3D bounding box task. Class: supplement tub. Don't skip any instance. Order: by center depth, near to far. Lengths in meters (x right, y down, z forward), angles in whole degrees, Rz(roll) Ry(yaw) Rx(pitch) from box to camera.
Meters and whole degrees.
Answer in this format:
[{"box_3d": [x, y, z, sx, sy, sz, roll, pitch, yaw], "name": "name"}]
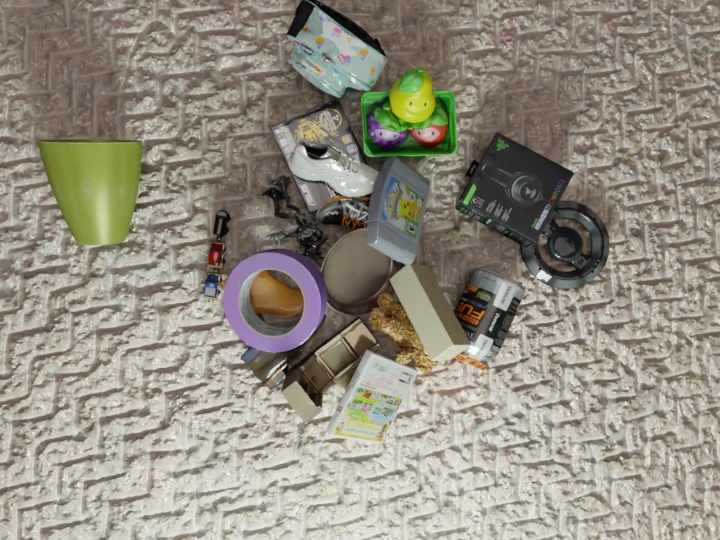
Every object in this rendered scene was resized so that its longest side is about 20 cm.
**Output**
[{"box_3d": [0.263, 0.106, 1.210, 0.122, 0.123, 0.201, 24, 87, -5], "name": "supplement tub"}]

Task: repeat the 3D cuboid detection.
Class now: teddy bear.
[{"box_3d": [0.103, 0.131, 1.201, 0.067, 0.145, 0.200, -39, 89, 37], "name": "teddy bear"}]

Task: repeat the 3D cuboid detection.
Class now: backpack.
[{"box_3d": [-0.048, -0.444, 1.155, 0.199, 0.176, 0.154, 26, 104, -4], "name": "backpack"}]

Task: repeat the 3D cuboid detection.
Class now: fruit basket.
[{"box_3d": [0.104, -0.317, 1.155, 0.215, 0.216, 0.156, -3, 90, -6], "name": "fruit basket"}]

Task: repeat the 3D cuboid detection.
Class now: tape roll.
[{"box_3d": [-0.170, 0.059, 1.123, 0.199, 0.066, 0.201, 1, 99, 9], "name": "tape roll"}]

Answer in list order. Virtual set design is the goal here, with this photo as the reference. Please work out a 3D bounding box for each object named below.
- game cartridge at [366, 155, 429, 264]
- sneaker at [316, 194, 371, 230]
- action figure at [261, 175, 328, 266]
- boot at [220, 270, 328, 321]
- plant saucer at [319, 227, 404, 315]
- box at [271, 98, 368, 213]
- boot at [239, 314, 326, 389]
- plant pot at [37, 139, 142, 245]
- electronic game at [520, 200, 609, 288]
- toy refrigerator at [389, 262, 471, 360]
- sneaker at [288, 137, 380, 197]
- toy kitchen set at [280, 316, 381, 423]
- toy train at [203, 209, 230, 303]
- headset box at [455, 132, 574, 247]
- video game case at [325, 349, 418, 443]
[{"box_3d": [0.077, -0.128, 1.156, 0.133, 0.040, 0.201, 25, 69, -35], "name": "game cartridge"}, {"box_3d": [0.005, -0.113, 1.196, 0.199, 0.078, 0.078, -3, 64, -5], "name": "sneaker"}, {"box_3d": [-0.143, -0.091, 1.176, 0.102, 0.119, 0.201, -27, 86, -39], "name": "action figure"}, {"box_3d": [-0.185, 0.034, 1.188, 0.201, 0.071, 0.144, -25, 99, 1], "name": "boot"}, {"box_3d": [0.000, 0.000, 1.192, 0.199, 0.032, 0.201, -12, 117, -24], "name": "plant saucer"}, {"box_3d": [-0.079, -0.246, 1.213, 0.161, 0.049, 0.201, -24, 94, -3], "name": "box"}, {"box_3d": [-0.164, 0.150, 1.192, 0.097, 0.075, 0.200, 40, 88, -7], "name": "boot"}, {"box_3d": [-0.527, -0.157, 1.119, 0.186, 0.187, 0.201, -1, 105, -6], "name": "plant pot"}, {"box_3d": [0.463, -0.059, 1.269, 0.199, 0.042, 0.201, 0, 87, 2], "name": "electronic game"}, {"box_3d": [0.142, 0.087, 1.172, 0.070, 0.076, 0.200, -41, 61, 28], "name": "toy refrigerator"}, {"box_3d": [-0.048, -0.210, 1.143, 0.199, 0.087, 0.075, 14, 66, -9], "name": "sneaker"}, {"box_3d": [-0.030, 0.229, 1.151, 0.200, 0.180, 0.163, -38, 94, 0], "name": "toy kitchen set"}, {"box_3d": [-0.306, -0.030, 1.192, 0.034, 0.046, 0.201, 8, 89, -6], "name": "toy train"}, {"box_3d": [0.325, -0.177, 1.218, 0.200, 0.093, 0.175, 30, 88, 6], "name": "headset box"}, {"box_3d": [0.029, 0.269, 1.170, 0.023, 0.200, 0.183, 25, 87, 38], "name": "video game case"}]
